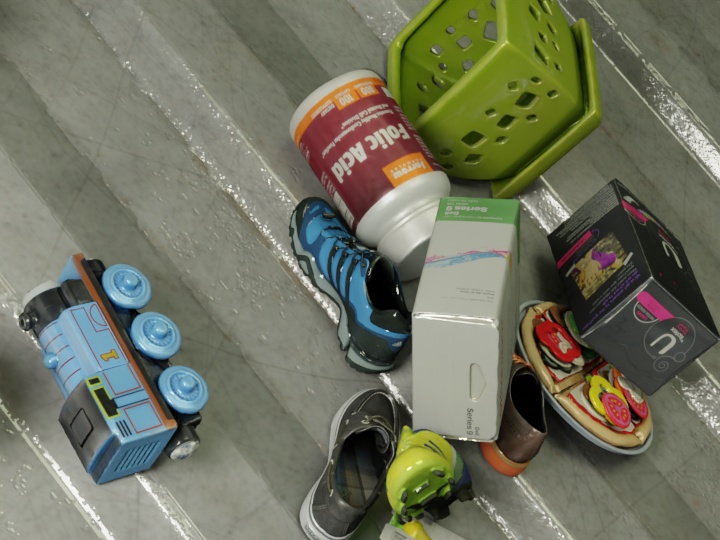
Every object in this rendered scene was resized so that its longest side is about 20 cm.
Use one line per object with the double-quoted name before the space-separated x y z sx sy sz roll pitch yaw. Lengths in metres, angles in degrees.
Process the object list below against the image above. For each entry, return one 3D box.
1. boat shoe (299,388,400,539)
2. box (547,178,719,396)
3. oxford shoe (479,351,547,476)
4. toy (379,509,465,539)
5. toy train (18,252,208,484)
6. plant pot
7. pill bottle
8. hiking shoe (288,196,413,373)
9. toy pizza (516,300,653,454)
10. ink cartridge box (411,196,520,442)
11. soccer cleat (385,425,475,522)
"boat shoe" 0.002 0.165 1.671 0.070 0.066 0.200 39 37 -4
"box" 0.292 0.016 1.998 0.122 0.106 0.201 38 23 -27
"oxford shoe" 0.151 0.106 1.858 0.071 0.073 0.201 15 45 -31
"toy" 0.103 0.284 1.651 0.199 0.047 0.115 32 13 3
"toy train" -0.210 0.078 1.553 0.114 0.087 0.201 -13 63 -41
"plant pot" 0.158 -0.211 2.082 0.181 0.200 0.200 30 37 -27
"pill bottle" 0.022 -0.097 1.905 0.114 0.114 0.201 -12 62 -47
"hiking shoe" 0.000 0.000 1.814 0.074 0.087 0.201 -3 56 -44
"toy pizza" 0.241 0.106 1.946 0.200 0.032 0.201 34 29 -22
"ink cartridge box" 0.103 0.044 1.763 0.087 0.146 0.201 3 36 8
"soccer cleat" 0.050 0.175 1.650 0.084 0.064 0.200 58 6 16
